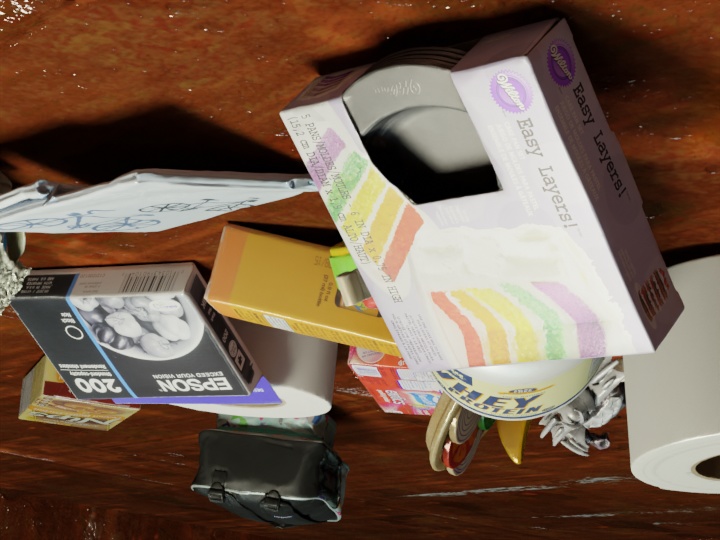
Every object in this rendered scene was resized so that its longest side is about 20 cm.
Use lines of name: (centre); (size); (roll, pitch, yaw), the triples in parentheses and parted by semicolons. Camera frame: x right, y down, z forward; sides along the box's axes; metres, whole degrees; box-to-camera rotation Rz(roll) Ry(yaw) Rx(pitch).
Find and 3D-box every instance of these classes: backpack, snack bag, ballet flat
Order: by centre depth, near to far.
snack bag: (-0.154, -0.051, 1.164); (0.199, 0.022, 0.188); (-11, 173, 41)
ballet flat: (-0.286, -0.041, 1.239); (0.071, 0.072, 0.201); (5, 147, 2)
backpack: (-0.103, 0.244, 2.064); (0.176, 0.152, 0.200); (4, 158, 18)

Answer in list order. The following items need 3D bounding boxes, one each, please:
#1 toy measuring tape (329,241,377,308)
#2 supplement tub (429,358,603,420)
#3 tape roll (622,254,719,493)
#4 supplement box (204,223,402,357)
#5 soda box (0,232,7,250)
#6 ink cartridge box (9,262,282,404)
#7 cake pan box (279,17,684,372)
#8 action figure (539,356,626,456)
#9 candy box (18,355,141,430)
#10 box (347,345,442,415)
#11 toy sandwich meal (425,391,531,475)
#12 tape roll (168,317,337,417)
toy measuring tape: (0.000, 0.000, 1.201); (0.073, 0.074, 0.200); (0, -168, 19)
supplement tub: (0.107, 0.018, 1.162); (0.143, 0.146, 0.200); (4, 165, 6)
tape roll: (0.305, 0.084, 1.296); (0.201, 0.140, 0.203); (-1, 159, -1)
supplement box: (-0.017, 0.021, 1.315); (0.198, 0.067, 0.069); (13, 168, 13)
soda box: (-0.378, -0.034, 1.305); (0.199, 0.065, 0.068); (19, 160, -38)
ink cartridge box: (-0.197, 0.075, 1.535); (0.196, 0.044, 0.201); (-3, 138, 27)
cake pan box: (0.068, -0.039, 0.956); (0.183, 0.052, 0.201); (-7, 118, 39)
action figure: (0.234, 0.105, 1.459); (0.199, 0.070, 0.130); (-17, 165, -47)
candy box: (-0.330, 0.144, 1.962); (0.114, 0.056, 0.200); (10, 164, -17)
box: (0.057, 0.061, 1.434); (0.099, 0.096, 0.200); (4, 164, 11)
toy sandwich meal: (0.132, 0.090, 1.350); (0.070, 0.206, 0.205); (34, 173, 17)
tape roll: (-0.124, 0.095, 1.680); (0.200, 0.072, 0.203); (5, 166, 1)
